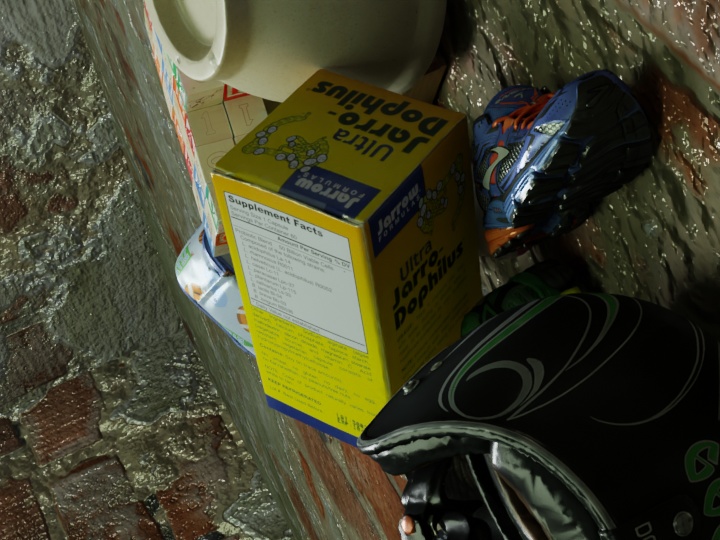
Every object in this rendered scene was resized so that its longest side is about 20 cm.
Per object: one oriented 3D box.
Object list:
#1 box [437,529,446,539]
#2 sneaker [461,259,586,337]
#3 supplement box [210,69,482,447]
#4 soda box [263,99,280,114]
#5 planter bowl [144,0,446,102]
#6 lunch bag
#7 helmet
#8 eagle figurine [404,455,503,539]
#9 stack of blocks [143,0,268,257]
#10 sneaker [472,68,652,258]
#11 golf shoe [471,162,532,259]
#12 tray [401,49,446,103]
[{"bbox_3d":[0.100,0.307,1.088,0.198,0.198,0.117,69,167,-11],"label":"box"},{"bbox_3d":[0.121,0.101,0.850,0.202,0.085,0.078,66,168,1],"label":"sneaker"},{"bbox_3d":[0.000,0.000,0.847,0.108,0.110,0.201,21,140,29],"label":"supplement box"},{"bbox_3d":[-0.056,-0.139,1.073,0.068,0.063,0.202,121,134,-74],"label":"soda box"},{"bbox_3d":[-0.057,-0.192,0.872,0.200,0.134,0.202,37,137,46],"label":"planter bowl"},{"bbox_3d":[-0.060,0.005,1.243,0.200,0.161,0.075,43,132,-7],"label":"lunch bag"},{"bbox_3d":[0.109,0.103,0.697,0.199,0.190,0.202,16,118,33],"label":"helmet"},{"bbox_3d":[0.069,0.094,1.010,0.150,0.151,0.202,8,118,52],"label":"eagle figurine"},{"bbox_3d":[-0.106,-0.126,1.025,0.115,0.058,0.202,115,139,-72],"label":"stack of blocks"},{"bbox_3d":[0.091,-0.065,0.740,0.200,0.075,0.079,125,124,-74],"label":"sneaker"},{"bbox_3d":[0.032,-0.038,0.935,0.199,0.091,0.076,28,156,49],"label":"golf shoe"},{"bbox_3d":[0.013,-0.143,1.015,0.099,0.037,0.200,64,167,12],"label":"tray"}]
